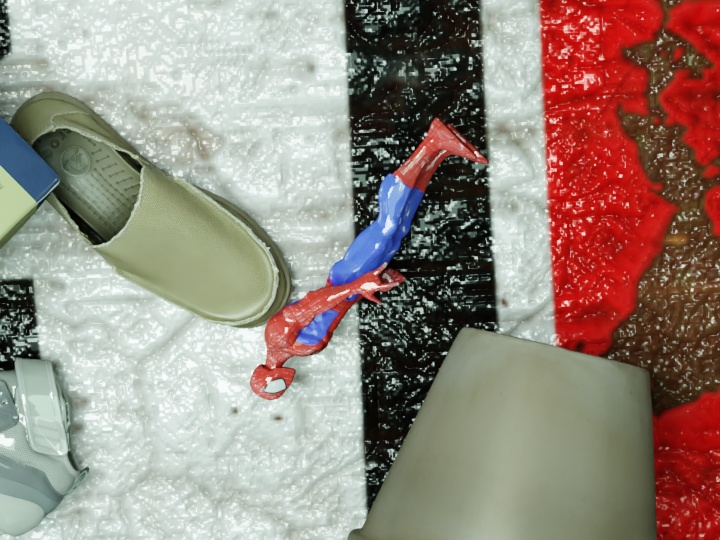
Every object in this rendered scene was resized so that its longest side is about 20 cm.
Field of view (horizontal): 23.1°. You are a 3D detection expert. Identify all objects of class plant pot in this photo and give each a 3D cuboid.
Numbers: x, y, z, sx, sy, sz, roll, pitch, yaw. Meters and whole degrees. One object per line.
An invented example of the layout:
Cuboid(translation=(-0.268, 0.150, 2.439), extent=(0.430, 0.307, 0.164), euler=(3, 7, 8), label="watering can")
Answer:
Cuboid(translation=(0.098, 0.131, 1.046), extent=(0.198, 0.200, 0.175), euler=(14, 89, -5), label="plant pot")

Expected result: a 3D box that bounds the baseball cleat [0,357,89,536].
Cuboid(translation=(-0.249, 0.070, 1.080), extent=(0.106, 0.070, 0.200), euler=(-41, 111, 1), label="baseball cleat")

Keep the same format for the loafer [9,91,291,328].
Cuboid(translation=(-0.129, -0.027, 1.049), extent=(0.199, 0.067, 0.076), euler=(34, 102, -9), label="loafer")

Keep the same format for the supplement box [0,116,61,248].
Cuboid(translation=(-0.310, -0.042, 0.966), extent=(0.200, 0.134, 0.200), euler=(45, 74, -8), label="supplement box")

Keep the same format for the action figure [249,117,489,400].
Cuboid(translation=(0.000, 0.000, 1.061), extent=(0.052, 0.065, 0.200), euler=(43, 100, 6), label="action figure")
